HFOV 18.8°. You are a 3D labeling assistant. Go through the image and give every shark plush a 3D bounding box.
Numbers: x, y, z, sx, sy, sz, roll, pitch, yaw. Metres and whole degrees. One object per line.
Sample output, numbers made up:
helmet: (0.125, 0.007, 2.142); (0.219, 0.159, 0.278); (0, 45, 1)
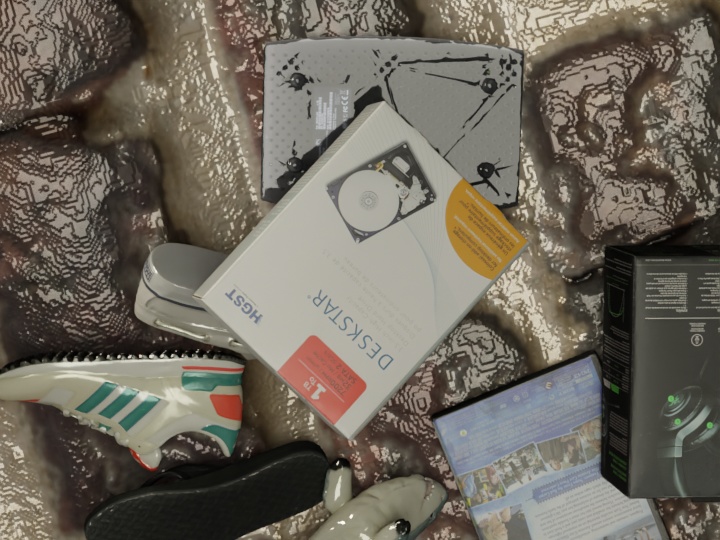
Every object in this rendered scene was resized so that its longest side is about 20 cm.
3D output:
shark plush: (-0.006, 0.245, 1.706); (0.091, 0.083, 0.200); (28, 90, 34)

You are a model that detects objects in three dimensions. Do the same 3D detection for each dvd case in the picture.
dvd case: (0.158, 0.180, 1.731); (0.142, 0.018, 0.201); (-22, 97, 0)

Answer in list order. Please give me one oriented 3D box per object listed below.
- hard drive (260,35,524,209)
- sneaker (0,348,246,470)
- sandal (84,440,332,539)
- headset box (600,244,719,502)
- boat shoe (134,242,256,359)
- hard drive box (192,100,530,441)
hard drive: (0.023, -0.113, 1.673); (0.199, 0.042, 0.135); (1, 98, -3)
sneaker: (-0.187, 0.110, 1.681); (0.199, 0.070, 0.094); (-1, 92, -5)
sandal: (-0.121, 0.181, 1.706); (0.200, 0.048, 0.076); (-15, 122, -14)
headset box: (0.280, 0.083, 1.674); (0.173, 0.093, 0.201); (-1, 96, -8)
boat shoe: (-0.077, 0.039, 1.680); (0.199, 0.072, 0.066); (13, 128, -17)
hard drive box: (0.000, 0.000, 1.612); (0.156, 0.077, 0.200); (43, 85, -8)
